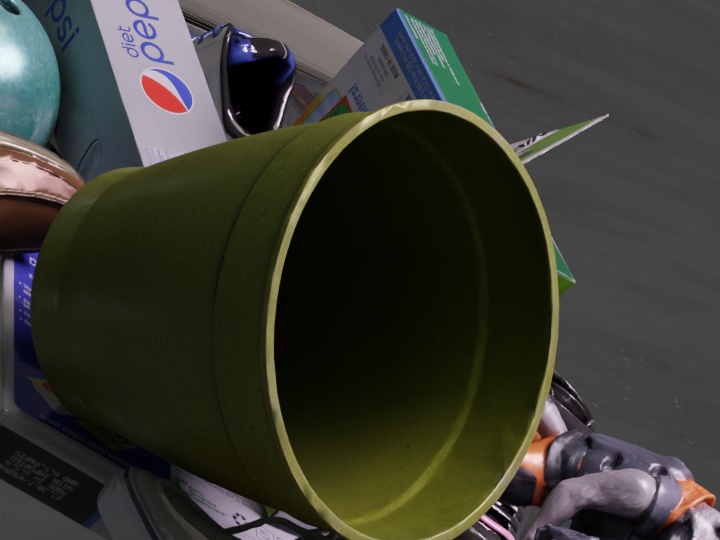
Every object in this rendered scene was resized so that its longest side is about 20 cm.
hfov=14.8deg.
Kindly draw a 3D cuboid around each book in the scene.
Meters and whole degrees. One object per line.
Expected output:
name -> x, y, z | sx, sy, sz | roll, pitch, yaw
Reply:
book -> -0.034, -0.125, 1.767 | 0.200, 0.048, 0.134 | 28, -12, 36

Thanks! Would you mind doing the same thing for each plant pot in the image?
plant pot -> -0.044, 0.020, 1.288 | 0.193, 0.201, 0.200 | 5, -8, 42

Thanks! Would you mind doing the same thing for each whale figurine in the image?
whale figurine -> -0.233, -0.104, 1.447 | 0.159, 0.104, 0.200 | 50, 20, 16

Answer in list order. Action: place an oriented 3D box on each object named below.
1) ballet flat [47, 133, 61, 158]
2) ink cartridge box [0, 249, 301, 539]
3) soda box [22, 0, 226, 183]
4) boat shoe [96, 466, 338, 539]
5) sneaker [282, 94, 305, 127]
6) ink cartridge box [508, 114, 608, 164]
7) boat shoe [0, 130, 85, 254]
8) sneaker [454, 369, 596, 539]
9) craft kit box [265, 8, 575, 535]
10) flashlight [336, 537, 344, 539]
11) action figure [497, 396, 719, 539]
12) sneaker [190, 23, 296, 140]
ballet flat -> -0.148, -0.047, 1.566 | 0.200, 0.074, 0.074 | 47, 22, 13
ink cartridge box -> -0.112, 0.072, 1.426 | 0.197, 0.047, 0.200 | 32, 23, -23
soda box -> -0.131, -0.103, 1.520 | 0.063, 0.068, 0.200 | 8, 48, -36
boat shoe -> -0.026, 0.149, 1.253 | 0.202, 0.086, 0.075 | 47, 12, 7
sneaker -> -0.006, -0.035, 1.751 | 0.199, 0.079, 0.130 | 50, 21, 18
ink cartridge box -> 0.044, -0.010, 1.559 | 0.148, 0.200, 0.076 | -29, 97, -33
boat shoe -> -0.227, -0.026, 1.355 | 0.200, 0.076, 0.074 | 7, 51, -30
sneaker -> 0.084, 0.116, 1.601 | 0.071, 0.099, 0.200 | 41, 23, -10
craft kit box -> 0.000, 0.000, 1.427 | 0.048, 0.198, 0.200 | 27, 28, -40
flashlight -> 0.009, 0.099, 1.559 | 0.068, 0.068, 0.200 | 58, 24, -13
action figure -> 0.108, 0.110, 1.462 | 0.193, 0.105, 0.200 | 27, 3, 16
sneaker -> -0.097, -0.117, 1.692 | 0.080, 0.115, 0.200 | 19, 32, -47
